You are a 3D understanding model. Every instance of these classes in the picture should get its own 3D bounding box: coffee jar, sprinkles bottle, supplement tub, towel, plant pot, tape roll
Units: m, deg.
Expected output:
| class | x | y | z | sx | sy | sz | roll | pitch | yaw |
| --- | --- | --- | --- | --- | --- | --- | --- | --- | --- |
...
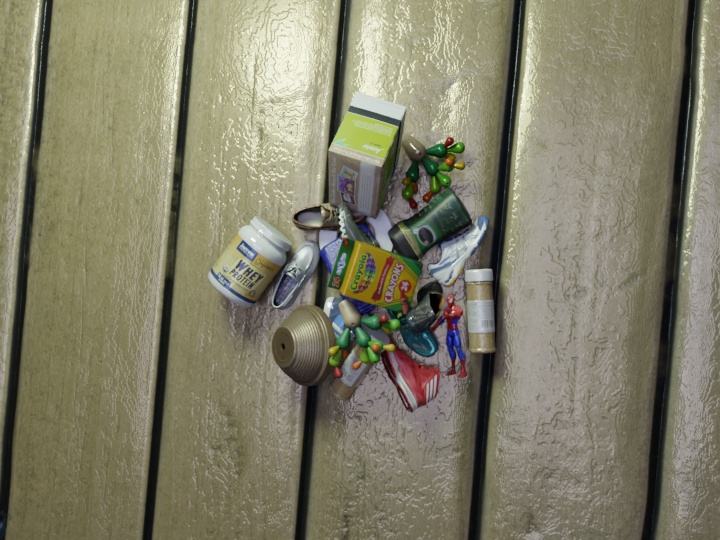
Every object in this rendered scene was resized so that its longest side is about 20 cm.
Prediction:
| class | x | y | z | sx | sy | sz | roll | pitch | yaw |
| --- | --- | --- | --- | --- | --- | --- | --- | --- | --- |
| coffee jar | 0.169 | -0.107 | 1.478 | 0.198 | 0.086 | 0.105 | -33 | 109 | 7 |
| sprinkles bottle | -0.004 | 0.234 | 1.502 | 0.068 | 0.068 | 0.201 | 36 | 111 | 7 |
| sprinkles bottle | 0.297 | 0.100 | 1.479 | 0.067 | 0.068 | 0.204 | -2 | 89 | 8 |
| supplement tub | -0.280 | -0.023 | 1.532 | 0.144 | 0.144 | 0.201 | 38 | 95 | 7 |
| towel | 0.000 | 0.000 | 1.491 | 0.146 | 0.050 | 0.202 | -30 | 73 | 2 |
| plant pot | -0.157 | 0.187 | 1.487 | 0.199 | 0.092 | 0.205 | -5 | 83 | 46 |
| tape roll | -0.010 | -0.083 | 1.548 | 0.199 | 0.037 | 0.207 | 0 | 89 | 9 |

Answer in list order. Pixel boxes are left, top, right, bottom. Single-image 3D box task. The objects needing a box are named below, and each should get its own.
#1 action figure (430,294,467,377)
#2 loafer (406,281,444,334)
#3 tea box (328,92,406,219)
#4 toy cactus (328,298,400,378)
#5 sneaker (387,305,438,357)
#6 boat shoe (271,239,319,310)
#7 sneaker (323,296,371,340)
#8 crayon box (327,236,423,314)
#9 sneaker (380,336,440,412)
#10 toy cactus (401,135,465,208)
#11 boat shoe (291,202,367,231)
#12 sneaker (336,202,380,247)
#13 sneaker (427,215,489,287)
| class | x | y | z | sx | sy | sz | roll | pitch | yaw |
| --- | --- | --- | --- | --- | --- | --- | --- | --- | --- |
| action figure | 0.213 | 0.163 | 1.473 | 0.065 | 0.098 | 0.204 | -2 | 91 | 50 |
| loafer | 0.175 | 0.080 | 1.442 | 0.072 | 0.201 | 0.073 | -31 | 104 | 31 |
| tea box | 0.014 | -0.271 | 1.431 | 0.131 | 0.201 | 0.199 | 18 | 61 | 8 |
| toy cactus | -0.008 | 0.148 | 1.407 | 0.199 | 0.102 | 0.167 | -35 | 75 | 23 |
| sneaker | 0.120 | 0.137 | 1.506 | 0.077 | 0.080 | 0.201 | -39 | 85 | 6 |
| boat shoe | -0.173 | 0.011 | 1.554 | 0.072 | 0.068 | 0.201 | 36 | 94 | 7 |
| sneaker | -0.028 | 0.170 | 1.525 | 0.144 | 0.081 | 0.204 | 7 | 85 | 12 |
| crayon box | 0.034 | 0.013 | 1.395 | 0.197 | 0.051 | 0.129 | 16 | 97 | -14 |
| sneaker | 0.130 | 0.246 | 1.522 | 0.114 | 0.078 | 0.203 | -21 | 79 | -16 |
| toy cactus | 0.162 | -0.269 | 1.499 | 0.200 | 0.102 | 0.166 | -45 | 74 | 14 |
| boat shoe | -0.079 | -0.134 | 1.504 | 0.196 | 0.072 | 0.077 | -9 | 88 | 8 |
| sneaker | -0.001 | -0.069 | 1.442 | 0.089 | 0.066 | 0.204 | -14 | 89 | -3 |
| sneaker | 0.242 | -0.061 | 1.493 | 0.088 | 0.075 | 0.202 | 34 | 93 | 8 |
